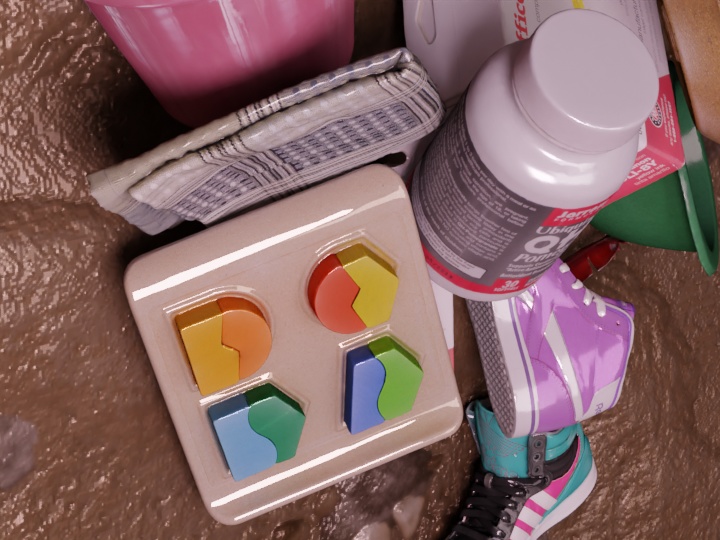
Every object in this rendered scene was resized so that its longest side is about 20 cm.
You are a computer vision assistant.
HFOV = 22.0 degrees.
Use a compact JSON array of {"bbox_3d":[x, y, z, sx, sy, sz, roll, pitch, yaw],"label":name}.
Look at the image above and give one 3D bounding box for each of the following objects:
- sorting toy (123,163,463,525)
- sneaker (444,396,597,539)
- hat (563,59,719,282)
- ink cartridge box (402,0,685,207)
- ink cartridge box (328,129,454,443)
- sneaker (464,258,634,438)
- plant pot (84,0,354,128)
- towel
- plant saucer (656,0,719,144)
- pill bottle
[{"bbox_3d":[-0.035,0.053,1.163,0.183,0.037,0.202,-21,120,-8],"label":"sorting toy"},{"bbox_3d":[0.102,0.159,1.368,0.200,0.083,0.122,-43,132,-35],"label":"sneaker"},{"bbox_3d":[0.173,-0.057,1.421,0.200,0.174,0.167,-51,127,-69],"label":"hat"},{"bbox_3d":[0.126,-0.147,1.270,0.199,0.083,0.147,20,56,-43],"label":"ink cartridge box"},{"bbox_3d":[0.000,0.000,1.247,0.116,0.067,0.202,-16,113,-38],"label":"ink cartridge box"},{"bbox_3d":[0.135,0.010,1.327,0.113,0.073,0.203,-12,92,-14],"label":"sneaker"},{"bbox_3d":[-0.083,-0.186,1.053,0.200,0.199,0.180,-45,142,-24],"label":"plant pot"},{"bbox_3d":[-0.047,-0.066,1.072,0.198,0.193,0.035,-22,84,6],"label":"towel"},{"bbox_3d":[0.235,-0.173,1.314,0.035,0.201,0.202,-15,120,9],"label":"plant saucer"},{"bbox_3d":[0.103,-0.071,1.128,0.109,0.200,0.112,8,61,-15],"label":"pill bottle"}]
